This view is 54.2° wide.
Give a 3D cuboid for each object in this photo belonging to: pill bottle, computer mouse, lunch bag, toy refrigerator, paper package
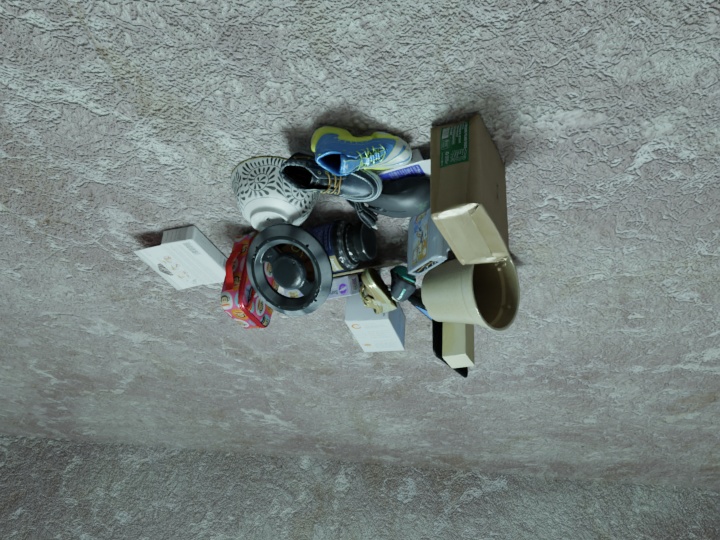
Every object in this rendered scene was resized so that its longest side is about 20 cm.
[{"bbox_3d":[-0.066,-0.050,1.599,0.195,0.115,0.112,-11,147,26],"label":"pill bottle"},{"bbox_3d":[0.068,-0.133,1.423,0.195,0.054,0.139,-10,147,25],"label":"computer mouse"},{"bbox_3d":[-0.262,0.018,1.659,0.080,0.205,0.177,-3,151,22],"label":"lunch bag"},{"bbox_3d":[0.245,0.135,1.783,0.068,0.206,0.076,-10,149,25],"label":"toy refrigerator"},{"bbox_3d":[0.203,-0.146,1.305,0.101,0.205,0.191,-10,148,24],"label":"paper package"}]

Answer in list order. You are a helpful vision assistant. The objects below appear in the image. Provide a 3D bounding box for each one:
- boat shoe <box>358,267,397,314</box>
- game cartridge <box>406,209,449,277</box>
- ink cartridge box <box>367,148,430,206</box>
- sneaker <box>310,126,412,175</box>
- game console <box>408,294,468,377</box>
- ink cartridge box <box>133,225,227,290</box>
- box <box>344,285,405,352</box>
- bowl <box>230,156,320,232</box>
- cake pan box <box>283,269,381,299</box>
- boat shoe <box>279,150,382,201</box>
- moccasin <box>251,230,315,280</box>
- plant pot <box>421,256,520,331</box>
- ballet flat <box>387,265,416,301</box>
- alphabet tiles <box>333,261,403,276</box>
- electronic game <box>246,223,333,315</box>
[{"bbox_3d":[0.032,0.057,1.625,0.065,0.075,0.200,-26,151,6],"label":"boat shoe"},{"bbox_3d":[0.142,-0.072,1.494,0.040,0.138,0.200,3,167,-14],"label":"game cartridge"},{"bbox_3d":[0.082,-0.188,1.417,0.195,0.040,0.100,-10,147,26],"label":"ink cartridge box"},{"bbox_3d":[0.000,-0.207,1.316,0.193,0.107,0.077,6,132,-2],"label":"sneaker"},{"bbox_3d":[0.202,0.172,1.867,0.174,0.118,0.199,23,169,42],"label":"game console"},{"bbox_3d":[-0.436,-0.028,1.758,0.171,0.046,0.201,-8,147,20],"label":"ink cartridge box"},{"bbox_3d":[0.044,0.135,1.917,0.120,0.100,0.201,-4,150,15],"label":"box"},{"bbox_3d":[-0.184,-0.138,1.485,0.194,0.097,0.202,4,151,2],"label":"bowl"},{"bbox_3d":[-0.061,0.042,1.733,0.195,0.054,0.183,-12,-179,26],"label":"cake pan box"},{"bbox_3d":[-0.058,-0.171,1.357,0.195,0.091,0.073,17,114,7],"label":"boat shoe"},{"bbox_3d":[-0.150,-0.042,1.543,0.199,0.073,0.079,34,120,26],"label":"moccasin"},{"bbox_3d":[0.249,0.048,1.668,0.181,0.206,0.198,-11,149,45],"label":"plant pot"},{"bbox_3d":[0.093,0.034,1.638,0.071,0.076,0.200,3,-172,2],"label":"ballet flat"},{"bbox_3d":[0.000,0.000,1.673,0.194,0.008,0.167,-11,179,-6],"label":"alphabet tiles"},{"bbox_3d":[-0.150,0.000,1.483,0.194,0.042,0.206,7,112,16],"label":"electronic game"}]
